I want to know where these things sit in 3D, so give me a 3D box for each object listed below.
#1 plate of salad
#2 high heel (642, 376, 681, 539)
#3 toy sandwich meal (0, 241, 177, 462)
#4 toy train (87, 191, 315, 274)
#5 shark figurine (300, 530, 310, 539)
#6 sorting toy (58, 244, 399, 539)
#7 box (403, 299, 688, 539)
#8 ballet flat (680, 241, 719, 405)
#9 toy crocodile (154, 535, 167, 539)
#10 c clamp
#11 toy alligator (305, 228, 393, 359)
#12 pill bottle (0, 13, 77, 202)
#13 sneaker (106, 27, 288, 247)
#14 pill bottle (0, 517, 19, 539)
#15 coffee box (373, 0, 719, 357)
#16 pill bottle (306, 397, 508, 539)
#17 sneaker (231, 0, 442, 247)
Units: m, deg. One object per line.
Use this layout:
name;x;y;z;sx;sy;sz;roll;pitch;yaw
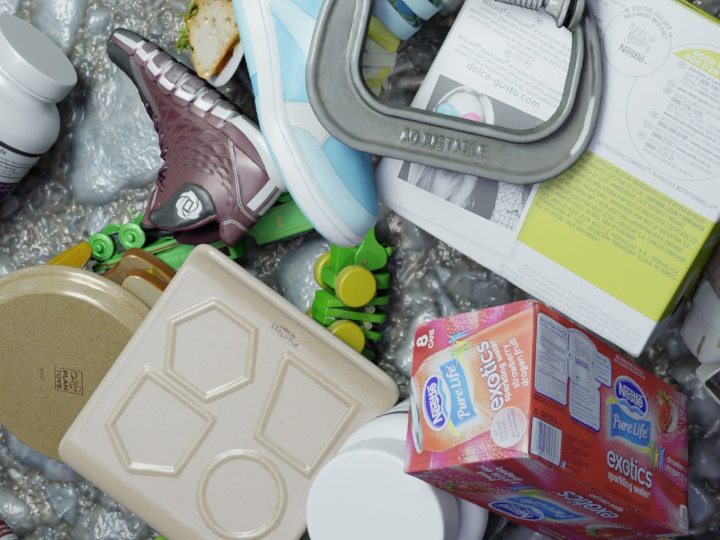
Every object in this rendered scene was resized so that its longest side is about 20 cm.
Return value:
plate of salad;-0.103;-0.231;1.057;0.048;0.200;0.202;2;99;-20
high heel;0.224;0.189;1.075;0.142;0.071;0.201;25;86;-15
toy sandwich meal;-0.210;0.064;1.171;0.204;0.070;0.206;7;121;12
toy train;-0.121;-0.029;1.156;0.199;0.042;0.057;-17;101;19
shark figurine;0.004;0.230;1.113;0.128;0.215;0.090;-32;129;-5
sorting toy;-0.096;0.110;1.099;0.185;0.036;0.201;36;98;2
box;0.124;0.103;0.957;0.095;0.200;0.100;-13;61;37
ballet flat;0.247;0.048;0.974;0.067;0.200;0.068;-26;45;5
toy crocodile;-0.126;0.202;1.170;0.067;0.061;0.201;24;113;46
c clamp;0.052;-0.141;0.855;0.199;0.027;0.172;17;94;-7
toy alligator;0.000;0.000;1.115;0.054;0.059;0.201;7;101;-24
pill bottle;-0.313;-0.101;1.170;0.200;0.112;0.113;-45;82;17
sneaker;-0.144;-0.090;1.111;0.200;0.076;0.116;39;94;27
pill bottle;-0.322;0.252;1.212;0.113;0.113;0.200;-45;82;17
coffee box;0.157;-0.089;0.975;0.199;0.200;0.199;31;104;13
pill bottle;0.047;0.145;1.031;0.113;0.200;0.115;4;100;23
sneaker;0.003;-0.124;0.895;0.130;0.079;0.201;-21;79;20
